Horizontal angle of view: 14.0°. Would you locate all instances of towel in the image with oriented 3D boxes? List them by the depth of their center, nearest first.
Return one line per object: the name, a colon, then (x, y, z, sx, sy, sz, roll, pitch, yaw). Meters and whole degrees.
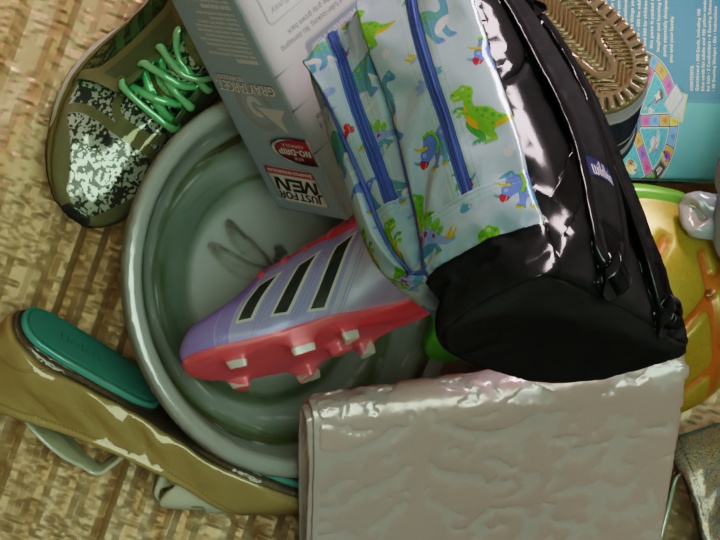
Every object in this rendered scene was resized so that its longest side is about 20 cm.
towel: (0.065, 0.122, 1.524, 0.199, 0.032, 0.192, -8, 133, -12)

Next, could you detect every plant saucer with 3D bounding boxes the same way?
plant saucer: (-0.044, 0.007, 1.521, 0.199, 0.050, 0.201, 3, 84, -32)

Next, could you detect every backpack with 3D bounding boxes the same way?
backpack: (0.057, -0.052, 1.367, 0.153, 0.163, 0.201, -17, 70, 27)

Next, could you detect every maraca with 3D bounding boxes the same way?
maraca: (0.120, 0.013, 1.543, 0.199, 0.107, 0.138, 16, 107, -22)

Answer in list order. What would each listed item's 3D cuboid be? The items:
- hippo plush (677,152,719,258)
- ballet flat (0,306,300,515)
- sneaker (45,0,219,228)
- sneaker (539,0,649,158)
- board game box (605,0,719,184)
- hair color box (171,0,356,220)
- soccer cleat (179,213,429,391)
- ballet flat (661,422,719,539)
hippo plush: (0.230, -0.073, 1.509, 0.161, 0.200, 0.159, -42, 73, -15)
ballet flat: (-0.108, 0.086, 1.527, 0.199, 0.069, 0.063, 29, 113, -10)
sneaker: (-0.092, -0.111, 1.501, 0.077, 0.089, 0.200, 35, 83, -12)
sneaker: (0.077, -0.135, 1.512, 0.070, 0.109, 0.200, -34, 69, -8)
board game box: (0.133, -0.123, 1.578, 0.199, 0.047, 0.152, 1, 91, -14)
hair color box: (-0.033, -0.135, 1.445, 0.099, 0.060, 0.201, -42, 121, -27)
soccer cleat: (0.000, 0.000, 1.464, 0.199, 0.067, 0.077, -19, 74, -5)
ballet flat: (0.191, 0.183, 1.599, 0.067, 0.068, 0.201, -2, 85, 0)
